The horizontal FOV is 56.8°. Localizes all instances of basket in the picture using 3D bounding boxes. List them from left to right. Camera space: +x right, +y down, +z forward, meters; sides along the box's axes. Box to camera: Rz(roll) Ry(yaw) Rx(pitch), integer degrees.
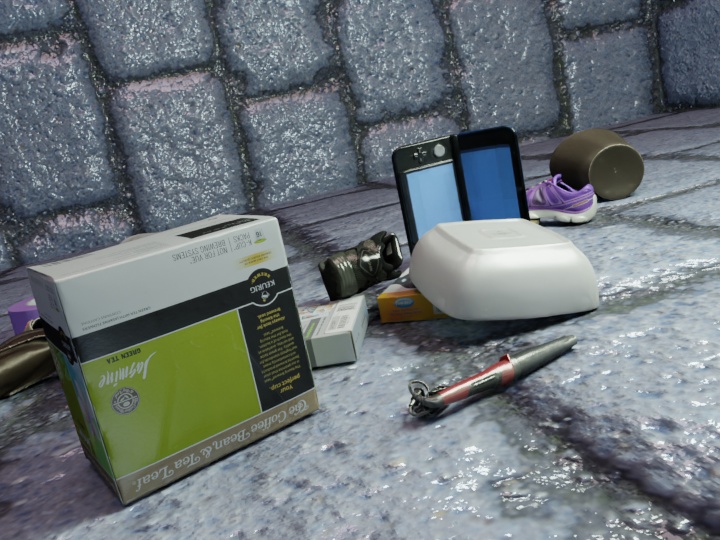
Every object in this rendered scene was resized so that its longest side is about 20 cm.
[{"bbox_3d":[0.519,-0.226,1.432,0.179,0.137,0.200,-15,16,6],"label":"basket"}]

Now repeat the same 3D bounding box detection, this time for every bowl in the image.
[{"bbox_3d":[0.167,-0.011,0.812,0.199,0.075,0.200,-5,18,-12],"label":"bowl"}]

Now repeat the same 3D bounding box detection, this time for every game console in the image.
[{"bbox_3d":[0.162,-0.115,1.071,0.170,0.201,0.118,-16,12,-14],"label":"game console"}]

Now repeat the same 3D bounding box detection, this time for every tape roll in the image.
[{"bbox_3d":[-0.564,0.075,1.285,0.199,0.066,0.200,-12,13,3],"label":"tape roll"}]

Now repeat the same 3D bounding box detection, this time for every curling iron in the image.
[{"bbox_3d":[0.127,0.091,0.622,0.199,0.026,0.050,-18,16,-24],"label":"curling iron"}]

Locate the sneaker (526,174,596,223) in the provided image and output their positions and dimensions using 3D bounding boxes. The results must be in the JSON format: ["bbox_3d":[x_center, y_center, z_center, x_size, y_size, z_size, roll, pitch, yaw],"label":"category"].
[{"bbox_3d":[0.348,-0.141,1.261,0.199,0.084,0.080,8,18,34],"label":"sneaker"}]

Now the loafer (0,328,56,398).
[{"bbox_3d":[-0.488,0.145,0.904,0.199,0.073,0.071,-29,25,-30],"label":"loafer"}]

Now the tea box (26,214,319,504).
[{"bbox_3d":[-0.169,0.067,0.618,0.199,0.198,0.133,-19,15,-33],"label":"tea box"}]

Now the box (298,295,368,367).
[{"bbox_3d":[-0.095,0.085,0.836,0.199,0.041,0.156,-10,12,7],"label":"box"}]

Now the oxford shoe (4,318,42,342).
[{"bbox_3d":[-0.502,0.108,1.049,0.199,0.074,0.071,-5,14,30],"label":"oxford shoe"}]

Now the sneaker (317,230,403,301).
[{"bbox_3d":[0.000,0.000,0.969,0.114,0.077,0.199,-20,-5,-13],"label":"sneaker"}]

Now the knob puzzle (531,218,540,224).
[{"bbox_3d":[0.247,-0.088,1.277,0.218,0.031,0.220,2,17,-1],"label":"knob puzzle"}]

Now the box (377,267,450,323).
[{"bbox_3d":[0.112,0.018,0.937,0.118,0.042,0.200,-7,16,23],"label":"box"}]

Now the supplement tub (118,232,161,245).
[{"bbox_3d":[-0.412,-0.013,1.372,0.132,0.133,0.199,-23,17,-41],"label":"supplement tub"}]
